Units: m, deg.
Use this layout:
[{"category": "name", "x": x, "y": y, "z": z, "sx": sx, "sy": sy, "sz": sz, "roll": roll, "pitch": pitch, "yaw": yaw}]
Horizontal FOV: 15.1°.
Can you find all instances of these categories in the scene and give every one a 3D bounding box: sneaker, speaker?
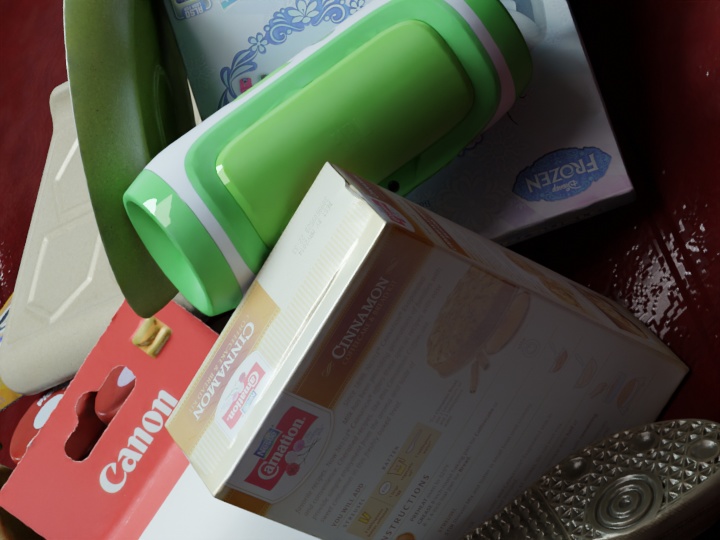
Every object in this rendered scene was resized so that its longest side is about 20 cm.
[{"category": "sneaker", "x": 0.103, "y": 0.142, "z": 1.293, "sx": 0.200, "sy": 0.076, "sz": 0.070, "roll": -30, "pitch": 36, "yaw": 11}, {"category": "speaker", "x": -0.014, "y": -0.065, "z": 1.325, "sx": 0.200, "sy": 0.088, "sz": 0.088, "roll": -37, "pitch": 32, "yaw": -13}]

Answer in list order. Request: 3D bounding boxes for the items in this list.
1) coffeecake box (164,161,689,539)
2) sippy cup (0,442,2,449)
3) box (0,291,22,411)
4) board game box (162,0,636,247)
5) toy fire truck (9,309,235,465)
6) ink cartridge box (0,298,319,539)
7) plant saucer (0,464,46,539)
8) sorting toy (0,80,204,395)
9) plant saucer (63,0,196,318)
[{"category": "coffeecake box", "x": 0.033, "y": 0.061, "z": 1.309, "sx": 0.154, "sy": 0.200, "sz": 0.073, "roll": -58, "pitch": 35, "yaw": 11}, {"category": "sippy cup", "x": -0.258, "y": 0.189, "z": 1.700, "sx": 0.130, "sy": 0.140, "sz": 0.178, "roll": -21, "pitch": 84, "yaw": 34}, {"category": "box", "x": -0.171, "y": 0.013, "z": 1.719, "sx": 0.200, "sy": 0.041, "sz": 0.119, "roll": -35, "pitch": 16, "yaw": 39}, {"category": "board game box", "x": 0.016, "y": -0.097, "z": 1.408, "sx": 0.200, "sy": 0.043, "sz": 0.199, "roll": -19, "pitch": 79, "yaw": 4}, {"category": "toy fire truck", "x": -0.099, "y": 0.065, "z": 1.584, "sx": 0.200, "sy": 0.112, "sz": 0.168, "roll": -27, "pitch": 31, "yaw": 42}, {"category": "ink cartridge box", "x": -0.084, "y": 0.125, "z": 1.452, "sx": 0.161, "sy": 0.200, "sz": 0.050, "roll": -56, "pitch": -5, "yaw": 14}, {"category": "plant saucer", "x": -0.180, "y": 0.180, "z": 1.544, "sx": 0.035, "sy": 0.200, "sz": 0.200, "roll": -34, "pitch": 40, "yaw": 7}, {"category": "sorting toy", "x": -0.132, "y": -0.038, "z": 1.570, "sx": 0.185, "sy": 0.036, "sz": 0.200, "roll": -22, "pitch": 52, "yaw": 44}, {"category": "plant saucer", "x": -0.112, "y": -0.076, "z": 1.405, "sx": 0.031, "sy": 0.200, "sz": 0.200, "roll": -9, "pitch": 53, "yaw": 6}]
